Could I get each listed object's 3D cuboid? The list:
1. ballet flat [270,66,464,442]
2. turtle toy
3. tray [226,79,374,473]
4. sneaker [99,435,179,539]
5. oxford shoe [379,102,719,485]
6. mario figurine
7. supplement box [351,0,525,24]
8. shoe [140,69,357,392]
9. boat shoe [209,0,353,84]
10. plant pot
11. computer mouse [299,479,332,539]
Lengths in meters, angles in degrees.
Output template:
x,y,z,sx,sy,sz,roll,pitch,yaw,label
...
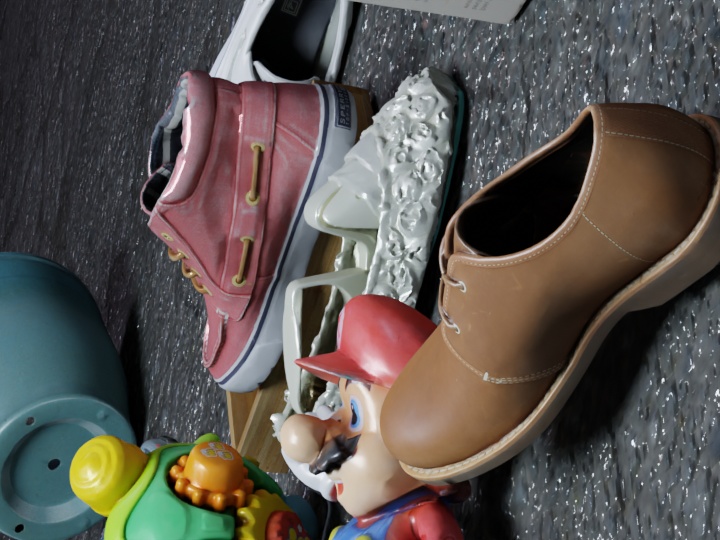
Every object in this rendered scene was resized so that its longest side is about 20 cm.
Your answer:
x,y,z,sx,sy,sz,roll,pitch,yaw,label
0.000,0.000,0.950,0.072,0.071,0.202,-149,69,-73,ballet flat
-0.073,0.172,1.020,0.100,0.146,0.202,-18,56,25,turtle toy
-0.033,0.006,1.110,0.099,0.037,0.201,-101,24,-48,tray
-0.155,0.206,1.318,0.079,0.095,0.202,145,131,-67,sneaker
0.051,0.005,0.701,0.200,0.071,0.072,-52,33,41,oxford shoe
-0.003,0.111,0.819,0.123,0.106,0.202,-3,86,39,mario figurine
-0.007,-0.175,0.821,0.126,0.198,0.074,129,142,-58,supplement box
-0.073,-0.020,1.036,0.072,0.090,0.201,-99,23,-45,shoe
-0.050,-0.114,1.166,0.065,0.073,0.202,-109,30,-66,boat shoe
-0.272,0.115,1.632,0.188,0.198,0.202,44,125,52,plant pot
-0.009,0.137,0.976,0.059,0.034,0.201,-44,25,25,computer mouse
